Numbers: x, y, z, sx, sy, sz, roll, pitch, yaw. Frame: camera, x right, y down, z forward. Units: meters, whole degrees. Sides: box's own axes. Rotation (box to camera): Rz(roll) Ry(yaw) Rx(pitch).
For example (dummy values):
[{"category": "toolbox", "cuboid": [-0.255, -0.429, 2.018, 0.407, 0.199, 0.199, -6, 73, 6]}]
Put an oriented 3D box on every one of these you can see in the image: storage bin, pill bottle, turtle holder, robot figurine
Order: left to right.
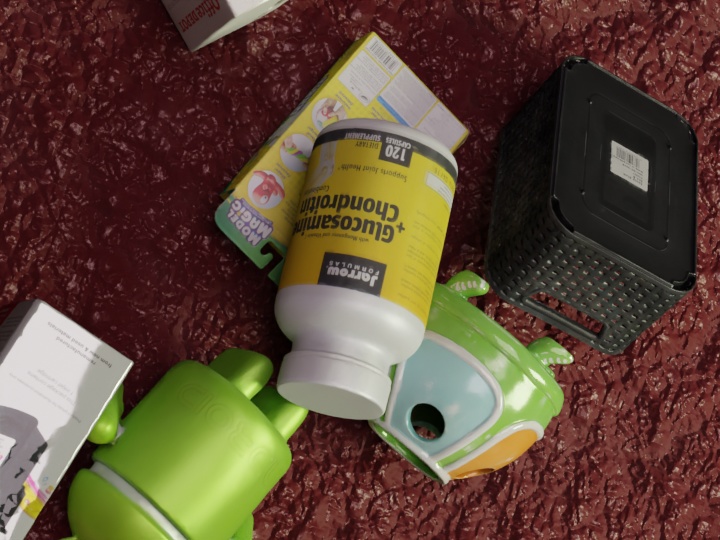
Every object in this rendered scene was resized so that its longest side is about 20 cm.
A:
[{"category": "robot figurine", "cuboid": [-0.130, 0.148, 1.295, 0.200, 0.115, 0.176, -48, 114, -16]}, {"category": "pill bottle", "cuboid": [0.000, 0.000, 1.294, 0.111, 0.112, 0.202, 19, 70, -18]}, {"category": "turtle holder", "cuboid": [0.061, 0.076, 1.359, 0.185, 0.141, 0.132, 43, 80, -15]}, {"category": "storage bin", "cuboid": [0.183, -0.053, 1.388, 0.134, 0.094, 0.201, 27, 45, -16]}]

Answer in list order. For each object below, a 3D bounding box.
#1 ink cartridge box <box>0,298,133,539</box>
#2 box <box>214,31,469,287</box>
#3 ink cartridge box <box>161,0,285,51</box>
[{"category": "ink cartridge box", "cuboid": [-0.258, 0.126, 1.235, 0.083, 0.146, 0.201, 35, 76, -16]}, {"category": "box", "cuboid": [-0.019, -0.074, 1.390, 0.117, 0.048, 0.200, 45, 71, -12]}, {"category": "ink cartridge box", "cuboid": [-0.126, -0.276, 1.311, 0.083, 0.147, 0.201, -32, 96, -18]}]
